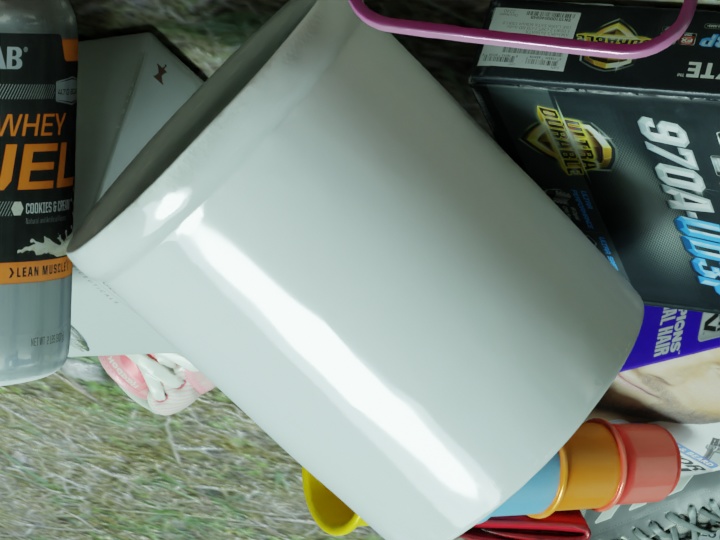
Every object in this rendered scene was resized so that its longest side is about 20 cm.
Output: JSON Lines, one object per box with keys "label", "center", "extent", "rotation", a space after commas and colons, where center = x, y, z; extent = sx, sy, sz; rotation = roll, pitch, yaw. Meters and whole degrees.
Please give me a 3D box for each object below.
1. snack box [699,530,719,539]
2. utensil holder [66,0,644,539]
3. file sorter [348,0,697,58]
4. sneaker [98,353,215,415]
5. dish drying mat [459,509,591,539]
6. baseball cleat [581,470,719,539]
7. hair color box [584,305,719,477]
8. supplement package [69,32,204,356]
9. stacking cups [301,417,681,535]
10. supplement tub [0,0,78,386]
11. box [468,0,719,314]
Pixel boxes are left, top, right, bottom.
{"label": "snack box", "center": [0.197, 0.208, 1.513], "extent": [0.198, 0.143, 0.053], "rotation": [9, 156, 15]}
{"label": "utensil holder", "center": [0.000, 0.000, 1.091], "extent": [0.200, 0.170, 0.170], "rotation": [45, 150, -9]}
{"label": "file sorter", "center": [0.045, -0.173, 0.818], "extent": [0.138, 0.126, 0.200], "rotation": [8, 154, 18]}
{"label": "sneaker", "center": [-0.080, 0.023, 1.327], "extent": [0.076, 0.104, 0.200], "rotation": [53, 154, 1]}
{"label": "dish drying mat", "center": [0.062, 0.100, 1.342], "extent": [0.076, 0.018, 0.200], "rotation": [5, -162, -12]}
{"label": "baseball cleat", "center": [0.173, 0.151, 1.452], "extent": [0.199, 0.107, 0.070], "rotation": [-7, 142, 38]}
{"label": "hair color box", "center": [0.169, 0.053, 1.299], "extent": [0.109, 0.065, 0.199], "rotation": [31, 151, -26]}
{"label": "supplement package", "center": [-0.160, -0.032, 1.261], "extent": [0.199, 0.118, 0.117], "rotation": [-4, 149, 37]}
{"label": "stacking cups", "center": [0.067, 0.096, 1.238], "extent": [0.199, 0.061, 0.060], "rotation": [1, 168, -35]}
{"label": "supplement tub", "center": [-0.186, -0.054, 1.107], "extent": [0.121, 0.202, 0.123], "rotation": [1, -173, 0]}
{"label": "box", "center": [0.150, -0.045, 1.121], "extent": [0.158, 0.046, 0.200], "rotation": [7, 154, 22]}
